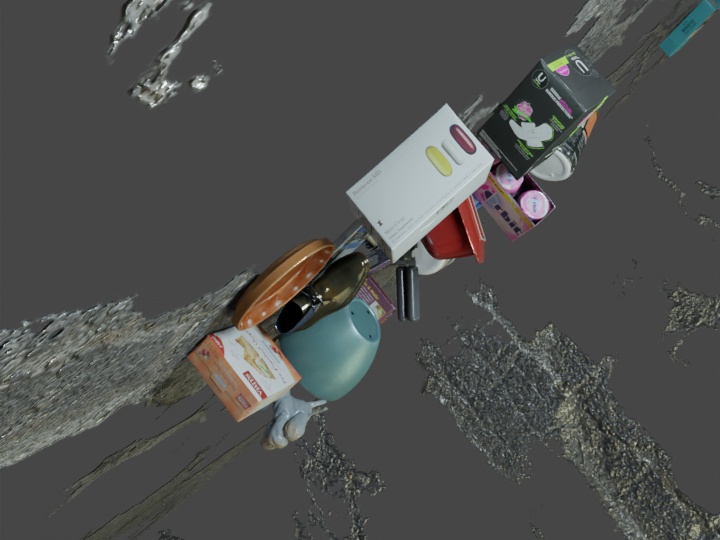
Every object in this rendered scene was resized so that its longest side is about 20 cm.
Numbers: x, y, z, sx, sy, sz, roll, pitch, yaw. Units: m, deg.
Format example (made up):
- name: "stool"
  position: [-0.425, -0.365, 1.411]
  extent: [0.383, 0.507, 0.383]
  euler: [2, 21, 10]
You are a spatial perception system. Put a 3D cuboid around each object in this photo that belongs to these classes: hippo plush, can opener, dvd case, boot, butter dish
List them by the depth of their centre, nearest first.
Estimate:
- name: "boot"
  position: [-0.067, 0.047, 1.549]
  extent: [0.200, 0.075, 0.097]
  euler: [-42, 176, 23]
- name: "dvd case"
  position: [-0.029, -0.042, 1.597]
  extent: [0.200, 0.018, 0.142]
  euler: [-44, 173, 14]
- name: "butter dish"
  position: [0.150, -0.095, 1.716]
  extent: [0.145, 0.204, 0.199]
  euler: [-18, 177, 10]
- name: "can opener"
  position: [0.090, 0.008, 1.928]
  extent: [0.052, 0.205, 0.066]
  euler: [-2, 180, 37]
- name: "hippo plush"
  position: [-0.207, 0.350, 2.325]
  extent: [0.198, 0.162, 0.159]
  euler: [-34, -171, 1]

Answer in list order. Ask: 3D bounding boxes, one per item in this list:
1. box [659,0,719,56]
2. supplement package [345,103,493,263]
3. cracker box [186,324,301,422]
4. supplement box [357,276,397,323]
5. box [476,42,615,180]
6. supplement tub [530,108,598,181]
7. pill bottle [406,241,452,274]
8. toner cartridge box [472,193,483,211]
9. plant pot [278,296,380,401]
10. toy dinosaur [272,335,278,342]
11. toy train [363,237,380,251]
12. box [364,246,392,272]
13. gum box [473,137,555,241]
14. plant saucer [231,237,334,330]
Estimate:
- name: "box"
  position: [1.000, -0.741, 2.716]
  extent: [0.082, 0.049, 0.200]
  euler: [-35, 170, -40]
- name: "supplement package"
  position: [0.088, -0.126, 1.357]
  extent: [0.199, 0.111, 0.156]
  euler: [-41, 173, -2]
- name: "cracker box"
  position: [-0.188, 0.162, 1.496]
  extent: [0.058, 0.135, 0.200]
  euler: [-42, 173, 16]
- name: "supplement box"
  position: [-0.035, 0.099, 1.941]
  extent: [0.199, 0.132, 0.103]
  euler: [-40, 174, 1]
- name: "box"
  position: [0.340, -0.292, 1.651]
  extent: [0.148, 0.125, 0.200]
  euler: [-34, 171, -45]
- name: "supplement tub"
  position: [0.412, -0.296, 1.846]
  extent: [0.202, 0.121, 0.123]
  euler: [-61, -179, -24]
- name: "pill bottle"
  position: [0.178, -0.061, 2.161]
  extent: [0.116, 0.117, 0.200]
  euler: [-43, 173, 21]
- name: "toner cartridge box"
  position: [0.251, -0.193, 1.863]
  extent: [0.199, 0.095, 0.043]
  euler: [-39, 172, -19]
- name: "plant pot"
  position: [-0.041, 0.123, 1.687]
  extent: [0.134, 0.203, 0.199]
  euler: [-32, 177, 29]
- name: "toy dinosaur"
  position: [-0.215, 0.178, 1.822]
  extent: [0.199, 0.060, 0.107]
  euler: [-40, -162, 27]
- name: "toy train"
  position: [0.068, -0.086, 1.775]
  extent: [0.199, 0.034, 0.046]
  euler: [-33, 167, -49]
- name: "box"
  position: [0.000, 0.000, 1.749]
  extent: [0.141, 0.037, 0.200]
  euler: [-29, 175, -11]
- name: "gum box"
  position: [0.279, -0.168, 1.777]
  extent: [0.066, 0.201, 0.113]
  euler: [-40, 179, -19]
- name: "plant saucer"
  position: [-0.124, 0.017, 1.404]
  extent: [0.200, 0.032, 0.200]
  euler: [-42, 172, -7]
